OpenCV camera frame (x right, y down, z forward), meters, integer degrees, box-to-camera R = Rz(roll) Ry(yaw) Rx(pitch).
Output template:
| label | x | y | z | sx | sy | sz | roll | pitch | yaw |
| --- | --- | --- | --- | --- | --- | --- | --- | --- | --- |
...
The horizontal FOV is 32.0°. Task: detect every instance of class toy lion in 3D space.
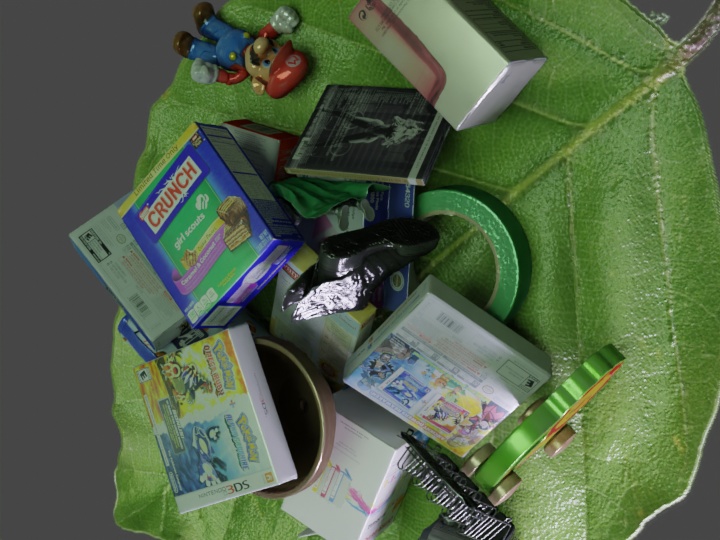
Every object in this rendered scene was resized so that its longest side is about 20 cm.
| label | x | y | z | sx | sy | sz | roll | pitch | yaw |
| --- | --- | --- | --- | --- | --- | --- | --- | --- | --- |
| toy lion | 0.232 | 0.172 | 1.504 | 0.069 | 0.199 | 0.192 | 46 | 137 | 15 |

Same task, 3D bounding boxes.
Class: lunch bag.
| label | x | y | z | sx | sy | sz | roll | pitch | yaw |
| --- | --- | --- | --- | --- | --- | --- | --- | --- | --- |
| lunch bag | -0.219 | 0.103 | 1.734 | 0.170 | 0.199 | 0.124 | 44 | 118 | 15 |

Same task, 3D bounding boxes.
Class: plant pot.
| label | x | y | z | sx | sy | sz | roll | pitch | yaw |
| --- | --- | --- | --- | --- | --- | --- | --- | --- | --- |
| plant pot | -0.097 | 0.180 | 1.600 | 0.199 | 0.092 | 0.204 | 6 | 101 | 36 |

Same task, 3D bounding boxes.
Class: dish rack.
| label | x | y | z | sx | sy | sz | roll | pitch | yaw |
| --- | --- | --- | --- | --- | --- | --- | --- | --- | --- |
| dish rack | 0.109 | 0.270 | 1.530 | 0.055 | 0.200 | 0.153 | -48 | 62 | 1 |

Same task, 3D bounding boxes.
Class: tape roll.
| label | x | y | z | sx | sy | sz | roll | pitch | yaw |
| --- | --- | --- | --- | --- | --- | --- | --- | --- | --- |
| tape roll | 0.119 | -0.006 | 1.610 | 0.198 | 0.048 | 0.204 | 7 | 104 | 28 |

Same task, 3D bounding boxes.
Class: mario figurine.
| label | x | y | z | sx | sy | sz | roll | pitch | yaw |
| --- | --- | --- | --- | --- | --- | --- | --- | --- | --- |
| mario figurine | -0.157 | -0.302 | 1.670 | 0.198 | 0.106 | 0.125 | 24 | 109 | 24 |

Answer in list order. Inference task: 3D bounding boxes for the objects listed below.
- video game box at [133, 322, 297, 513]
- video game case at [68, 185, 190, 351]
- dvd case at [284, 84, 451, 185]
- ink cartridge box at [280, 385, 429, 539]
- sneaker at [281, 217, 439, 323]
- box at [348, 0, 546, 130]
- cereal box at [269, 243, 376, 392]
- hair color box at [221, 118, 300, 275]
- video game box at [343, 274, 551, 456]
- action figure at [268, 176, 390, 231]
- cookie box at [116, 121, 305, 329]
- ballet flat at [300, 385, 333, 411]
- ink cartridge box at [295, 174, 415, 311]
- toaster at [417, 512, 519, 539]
| label | x | y | z | sx | sy | sz | roll | pitch | yaw |
| --- | --- | --- | --- | --- | --- | --- | --- | --- | --- |
| video game box | -0.185 | 0.189 | 1.579 | 0.181 | 0.047 | 0.203 | -22 | 85 | 32 |
| video game case | -0.261 | -0.021 | 1.686 | 0.180 | 0.046 | 0.200 | -36 | 70 | -15 |
| dvd case | 0.017 | -0.174 | 1.590 | 0.198 | 0.150 | 0.016 | 7 | 145 | 28 |
| ink cartridge box | -0.007 | 0.273 | 1.692 | 0.124 | 0.128 | 0.202 | 29 | 114 | 20 |
| sneaker | 0.002 | 0.002 | 1.546 | 0.060 | 0.198 | 0.105 | 51 | 142 | 40 |
| box | 0.105 | -0.280 | 1.514 | 0.200 | 0.127 | 0.109 | 48 | 119 | 13 |
| cereal box | -0.053 | 0.066 | 1.669 | 0.144 | 0.039 | 0.201 | 41 | 150 | 16 |
| hair color box | -0.151 | -0.097 | 1.734 | 0.100 | 0.061 | 0.203 | 20 | 108 | 25 |
| video game box | 0.109 | 0.124 | 1.579 | 0.199 | 0.047 | 0.182 | 34 | 120 | -16 |
| action figure | -0.062 | -0.090 | 1.600 | 0.199 | 0.117 | 0.055 | 19 | 121 | 53 |
| cookie box | -0.193 | -0.057 | 1.594 | 0.171 | 0.075 | 0.201 | -45 | 67 | 21 |
| ballet flat | -0.086 | 0.231 | 1.764 | 0.072 | 0.067 | 0.202 | 39 | 129 | 43 |
| ink cartridge box | -0.014 | -0.056 | 1.640 | 0.199 | 0.043 | 0.199 | 17 | 108 | 48 |
| toaster | 0.143 | 0.425 | 1.650 | 0.128 | 0.113 | 0.203 | 10 | 104 | 25 |
